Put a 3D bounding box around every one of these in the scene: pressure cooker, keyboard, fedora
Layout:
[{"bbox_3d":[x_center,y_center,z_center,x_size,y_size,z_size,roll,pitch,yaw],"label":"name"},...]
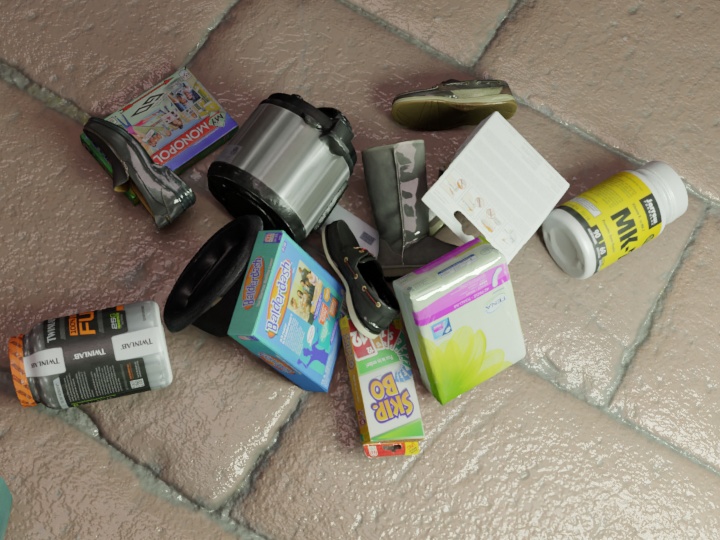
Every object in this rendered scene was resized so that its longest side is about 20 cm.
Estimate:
[{"bbox_3d":[-0.102,-0.158,1.497,0.176,0.179,0.200,30,71,15],"label":"pressure cooker"},{"bbox_3d":[0.006,-0.042,1.558,0.200,0.011,0.056,34,64,7],"label":"keyboard"},{"bbox_3d":[-0.182,0.021,1.450,0.092,0.200,0.201,40,66,-26],"label":"fedora"}]

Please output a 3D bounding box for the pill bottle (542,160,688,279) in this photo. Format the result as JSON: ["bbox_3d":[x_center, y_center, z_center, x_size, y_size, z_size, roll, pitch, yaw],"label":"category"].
[{"bbox_3d":[0.383,-0.080,1.554,0.200,0.114,0.114,-29,74,-15],"label":"pill bottle"}]

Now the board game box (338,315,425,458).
[{"bbox_3d":[0.032,0.160,1.451,0.095,0.030,0.201,3,68,-34],"label":"board game box"}]

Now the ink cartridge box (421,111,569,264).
[{"bbox_3d":[0.191,-0.109,1.507,0.160,0.047,0.200,44,66,-7],"label":"ink cartridge box"}]

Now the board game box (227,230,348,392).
[{"bbox_3d":[-0.090,0.058,1.411,0.045,0.200,0.153,1,63,31],"label":"board game box"}]

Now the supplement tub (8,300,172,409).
[{"bbox_3d":[-0.361,0.116,1.395,0.199,0.123,0.123,-11,70,-11],"label":"supplement tub"}]

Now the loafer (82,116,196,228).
[{"bbox_3d":[-0.333,-0.144,1.500,0.200,0.073,0.072,39,75,10],"label":"loafer"}]

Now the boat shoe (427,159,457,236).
[{"bbox_3d":[0.148,-0.135,1.573,0.068,0.075,0.200,45,72,6],"label":"boat shoe"}]

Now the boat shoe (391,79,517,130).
[{"bbox_3d":[0.144,-0.266,1.632,0.199,0.073,0.065,-1,57,-10],"label":"boat shoe"}]

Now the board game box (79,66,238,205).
[{"bbox_3d":[-0.304,-0.207,1.579,0.200,0.029,0.135,-38,76,-18],"label":"board game box"}]

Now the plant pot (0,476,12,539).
[{"bbox_3d":[-0.526,0.341,1.283,0.141,0.141,0.200,22,61,3],"label":"plant pot"}]

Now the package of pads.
[{"bbox_3d":[0.143,0.068,1.436,0.154,0.200,0.068,-27,35,-15],"label":"package of pads"}]

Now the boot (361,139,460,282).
[{"bbox_3d":[0.091,-0.089,1.505,0.181,0.073,0.201,-3,79,12],"label":"boot"}]

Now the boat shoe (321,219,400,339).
[{"bbox_3d":[0.002,0.001,1.474,0.074,0.063,0.202,21,35,-43],"label":"boat shoe"}]
